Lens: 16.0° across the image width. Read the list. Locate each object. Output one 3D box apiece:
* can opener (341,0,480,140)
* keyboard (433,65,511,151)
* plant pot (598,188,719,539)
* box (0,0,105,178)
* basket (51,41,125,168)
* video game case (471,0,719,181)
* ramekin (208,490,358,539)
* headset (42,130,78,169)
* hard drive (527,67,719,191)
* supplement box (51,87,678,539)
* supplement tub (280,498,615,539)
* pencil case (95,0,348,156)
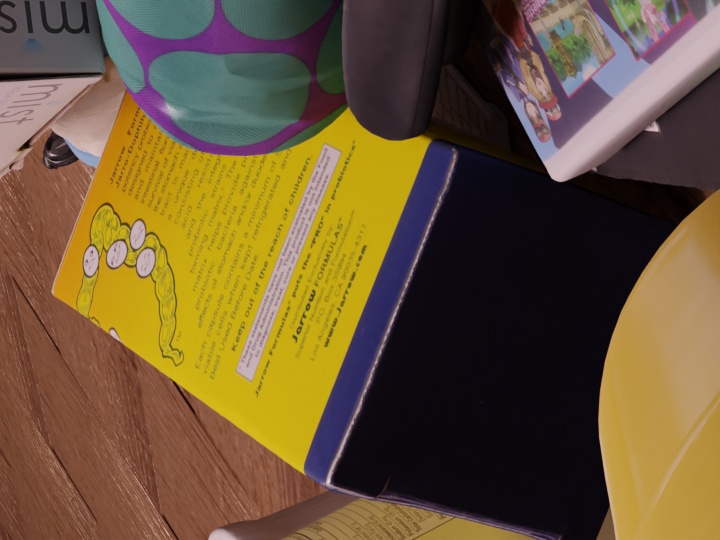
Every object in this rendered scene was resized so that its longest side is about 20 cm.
[{"bbox_3d":[0.014,-0.098,0.638,0.079,0.063,0.200,29,161,16],"label":"can opener"},{"bbox_3d":[0.049,0.005,0.969,0.056,0.011,0.200,47,156,44],"label":"keyboard"},{"bbox_3d":[0.134,0.060,0.509,0.189,0.201,0.201,-113,4,-66],"label":"plant pot"},{"bbox_3d":[-0.167,-0.115,0.849,0.200,0.097,0.177,-28,67,60],"label":"box"},{"bbox_3d":[-0.101,-0.148,0.945,0.176,0.139,0.200,62,179,36],"label":"basket"},{"bbox_3d":[0.043,-0.129,0.638,0.182,0.023,0.200,63,163,5],"label":"video game case"},{"bbox_3d":[0.018,0.190,1.192,0.201,0.098,0.201,55,162,28],"label":"ramekin"},{"bbox_3d":[-0.080,-0.030,1.166,0.124,0.094,0.200,55,173,27],"label":"headset"},{"bbox_3d":[0.080,-0.091,0.685,0.140,0.038,0.200,67,164,-13],"label":"hard drive"},{"bbox_3d":[0.000,0.000,0.841,0.200,0.109,0.110,30,100,55],"label":"supplement box"},{"bbox_3d":[0.035,0.141,0.881,0.145,0.200,0.145,54,161,28],"label":"supplement tub"},{"bbox_3d":[-0.039,-0.120,0.703,0.085,0.092,0.200,19,151,13],"label":"pencil case"}]
